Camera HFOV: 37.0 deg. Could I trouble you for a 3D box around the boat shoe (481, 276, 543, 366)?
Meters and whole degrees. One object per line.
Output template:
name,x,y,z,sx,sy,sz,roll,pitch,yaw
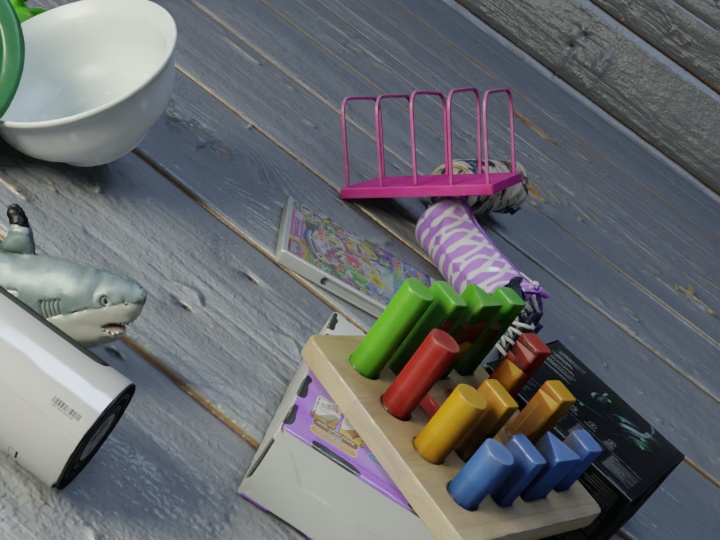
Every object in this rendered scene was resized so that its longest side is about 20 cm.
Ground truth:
boat shoe,0.138,0.066,1.119,0.075,0.092,0.200,49,20,-11

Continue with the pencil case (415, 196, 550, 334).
pencil case,0.143,-0.005,1.294,0.083,0.086,0.200,20,25,-47

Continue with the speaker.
speaker,-0.242,0.045,0.664,0.199,0.082,0.081,35,22,2

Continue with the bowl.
bowl,-0.252,-0.161,0.992,0.202,0.199,0.091,-121,-169,-45

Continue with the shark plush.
shark plush,-0.246,-0.011,0.761,0.199,0.084,0.091,39,23,10

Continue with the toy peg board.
toy peg board,0.093,0.096,0.820,0.199,0.098,0.200,5,38,-50

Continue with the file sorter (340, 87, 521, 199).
file sorter,0.087,-0.163,1.351,0.198,0.127,0.139,0,10,23

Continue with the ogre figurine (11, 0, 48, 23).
ogre figurine,-0.375,-0.261,1.075,0.119,0.099,0.200,31,-8,34

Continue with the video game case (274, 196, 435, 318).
video game case,0.000,0.000,1.173,0.199,0.018,0.144,30,22,-14

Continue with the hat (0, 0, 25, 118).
hat,-0.390,-0.179,0.962,0.164,0.176,0.203,8,75,-19

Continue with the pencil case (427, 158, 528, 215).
pencil case,0.170,-0.116,1.553,0.078,0.090,0.199,38,24,25

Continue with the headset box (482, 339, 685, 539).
headset box,0.195,0.164,1.020,0.174,0.093,0.199,43,23,20

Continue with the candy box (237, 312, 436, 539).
candy box,0.014,0.141,0.842,0.167,0.072,0.200,33,23,-4
